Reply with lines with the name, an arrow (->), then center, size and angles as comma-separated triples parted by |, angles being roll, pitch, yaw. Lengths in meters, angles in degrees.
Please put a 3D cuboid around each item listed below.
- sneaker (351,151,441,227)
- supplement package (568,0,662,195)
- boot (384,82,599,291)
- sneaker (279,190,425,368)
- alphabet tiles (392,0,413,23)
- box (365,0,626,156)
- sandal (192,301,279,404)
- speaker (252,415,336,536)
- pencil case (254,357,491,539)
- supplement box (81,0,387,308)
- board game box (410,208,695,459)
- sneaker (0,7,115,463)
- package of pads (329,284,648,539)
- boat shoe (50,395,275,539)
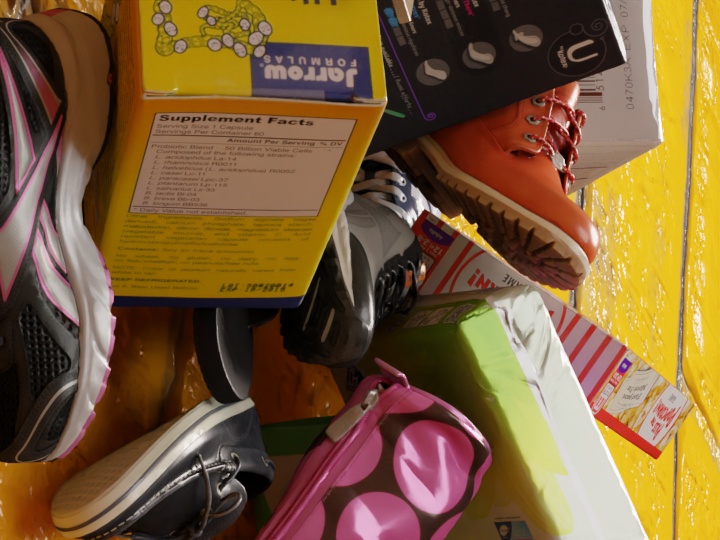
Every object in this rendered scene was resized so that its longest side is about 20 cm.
sneaker -> 0.008, -0.052, 1.565 | 0.108, 0.070, 0.201 | 17, 71, -69
supplement package -> 0.105, -0.118, 1.652 | 0.200, 0.117, 0.117 | 150, -62, -74
boot -> 0.093, -0.065, 1.448 | 0.075, 0.107, 0.200 | 53, -5, -37
sneaker -> 0.000, 0.000, 1.376 | 0.200, 0.079, 0.074 | -92, -159, -70
alphabet tiles -> 0.005, -0.215, 1.144 | 0.200, 0.008, 0.168 | -81, 158, -54
box -> 0.035, -0.156, 1.451 | 0.122, 0.199, 0.106 | -99, 167, -47
sandal -> -0.056, -0.007, 1.322 | 0.200, 0.045, 0.075 | -93, 164, -53
speaker -> -0.014, 0.183, 1.420 | 0.088, 0.088, 0.201 | -5, 89, -69
pencil case -> -0.019, 0.146, 1.325 | 0.200, 0.091, 0.094 | -56, 147, -21
supplement box -> -0.065, -0.074, 1.179 | 0.200, 0.108, 0.110 | 116, -28, -60
board game box -> 0.112, 0.041, 1.542 | 0.046, 0.151, 0.200 | -55, 157, 0
sneaker -> -0.165, -0.016, 1.120 | 0.086, 0.080, 0.201 | -1, 89, -42
package of pads -> 0.072, 0.108, 1.433 | 0.068, 0.154, 0.201 | -29, 101, -30
boat shoe -> -0.089, 0.105, 1.252 | 0.062, 0.074, 0.200 | 63, 16, 2
